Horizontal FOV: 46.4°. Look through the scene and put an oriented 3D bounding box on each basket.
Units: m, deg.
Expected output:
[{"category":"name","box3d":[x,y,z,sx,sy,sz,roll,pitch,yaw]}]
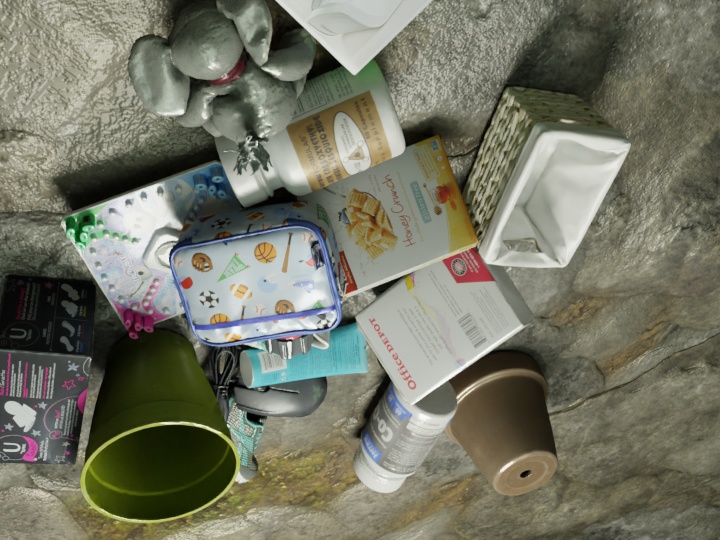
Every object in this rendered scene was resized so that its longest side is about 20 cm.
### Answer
[{"category":"basket","box3d":[0.225,-0.120,1.070,0.133,0.125,0.203,3,131,-22]}]

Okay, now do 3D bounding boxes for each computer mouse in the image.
[{"category":"computer mouse","box3d":[-0.127,0.176,1.225,0.196,0.052,0.142,5,94,-31]}]

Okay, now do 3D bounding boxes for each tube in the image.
[{"category":"tube","box3d":[-0.074,0.124,1.205,0.196,0.050,0.079,-8,103,-29]}]

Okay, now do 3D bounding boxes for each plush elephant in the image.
[{"category":"plush elephant","box3d":[-0.134,-0.208,0.822,0.161,0.202,0.156,-19,131,8]}]

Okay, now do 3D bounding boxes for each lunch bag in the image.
[{"category":"lunch bag","box3d":[-0.111,0.010,0.973,0.195,0.076,0.163,-7,119,9]}]

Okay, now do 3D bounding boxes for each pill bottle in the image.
[{"category":"pill bottle","box3d":[0.067,0.259,1.359,0.112,0.115,0.202,9,127,-26]},{"category":"pill bottle","box3d":[-0.057,-0.150,0.946,0.196,0.115,0.115,-22,135,1]}]

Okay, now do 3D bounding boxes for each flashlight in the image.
[{"category":"flashlight","box3d":[-0.095,0.011,1.045,0.067,0.068,0.204,-14,124,-18]}]

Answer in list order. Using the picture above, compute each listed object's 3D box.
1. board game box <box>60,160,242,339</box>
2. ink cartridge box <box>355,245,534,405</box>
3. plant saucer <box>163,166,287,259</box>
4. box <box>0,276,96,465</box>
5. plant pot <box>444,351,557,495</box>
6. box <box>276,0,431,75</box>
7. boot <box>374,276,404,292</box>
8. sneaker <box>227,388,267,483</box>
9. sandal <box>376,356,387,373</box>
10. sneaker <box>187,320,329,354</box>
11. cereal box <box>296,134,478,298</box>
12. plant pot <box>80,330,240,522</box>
[{"category":"board game box","box3d":[-0.227,-0.017,1.016,0.196,0.026,0.202,-20,134,-3]},{"category":"ink cartridge box","box3d":[0.113,0.062,1.140,0.199,0.149,0.085,-37,170,24]},{"category":"plant saucer","box3d":[-0.174,-0.041,1.057,0.196,0.037,0.203,-11,133,-12]},{"category":"box","box3d":[-0.403,0.128,1.058,0.112,0.133,0.203,7,128,-20]},{"category":"plant pot","box3d":[0.239,0.267,1.388,0.196,0.176,0.203,-10,134,-10]},{"category":"box","box3d":[-0.001,-0.332,0.818,0.199,0.098,0.176,-39,134,18]},{"category":"boot","box3d":[0.000,0.000,1.139,0.198,0.068,0.131,-35,138,12]},{"category":"sneaker","box3d":[-0.181,0.252,1.294,0.090,0.078,0.202,-22,136,-5]},{"category":"sandal","box3d":[0.090,0.066,1.234,0.203,0.080,0.057,-56,161,25]},{"category":"sneaker","box3d":[-0.135,0.081,1.144,0.195,0.089,0.076,-3,133,-17]},{"category":"cereal box","box3d":[0.031,-0.064,1.044,0.196,0.147,0.040,-22,173,-1]},{"category":"plant pot","box3d":[-0.272,0.193,1.120,0.196,0.195,0.203,-10,133,-11]}]
